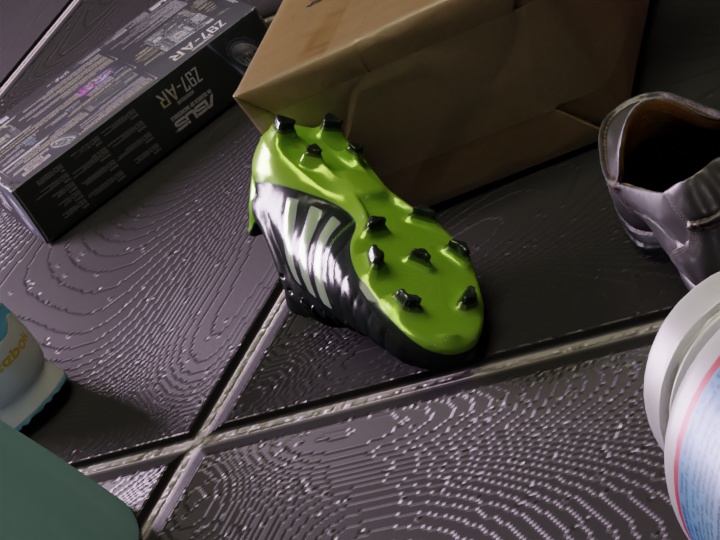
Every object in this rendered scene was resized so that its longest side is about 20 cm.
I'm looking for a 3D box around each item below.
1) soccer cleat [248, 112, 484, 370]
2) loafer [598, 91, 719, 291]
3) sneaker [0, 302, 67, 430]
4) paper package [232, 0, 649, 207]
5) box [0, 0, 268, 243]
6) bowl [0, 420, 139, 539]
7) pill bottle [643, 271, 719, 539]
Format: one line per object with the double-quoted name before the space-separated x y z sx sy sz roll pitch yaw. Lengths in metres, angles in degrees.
"soccer cleat" 0.000 0.000 1.072 0.067 0.082 0.200 -1 31 -27
"loafer" 0.139 -0.046 0.961 0.073 0.072 0.200 -34 23 1
"sneaker" -0.243 0.044 1.268 0.199 0.081 0.077 -5 37 50
"paper package" 0.051 -0.131 1.201 0.190 0.104 0.200 -22 27 25
"box" -0.161 -0.110 1.506 0.200 0.044 0.160 -39 24 -11
"bowl" -0.209 0.133 1.025 0.200 0.105 0.201 -27 25 13
"pill bottle" 0.156 0.067 0.677 0.108 0.109 0.200 -33 24 -1
